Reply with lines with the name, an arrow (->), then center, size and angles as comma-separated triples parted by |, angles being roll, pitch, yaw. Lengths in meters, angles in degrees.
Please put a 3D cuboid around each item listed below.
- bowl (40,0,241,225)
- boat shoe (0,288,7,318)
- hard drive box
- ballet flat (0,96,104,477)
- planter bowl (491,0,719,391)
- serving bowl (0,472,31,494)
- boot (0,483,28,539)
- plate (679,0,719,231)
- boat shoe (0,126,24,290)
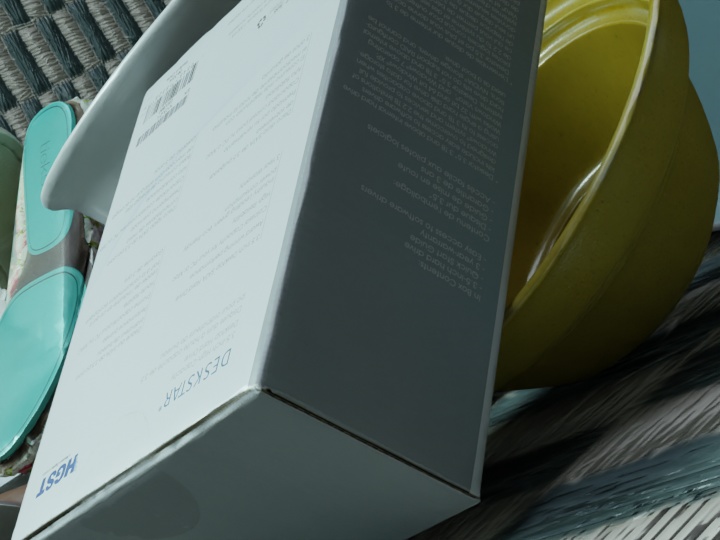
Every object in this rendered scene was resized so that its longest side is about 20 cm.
bowl -> -0.039, -0.077, 0.752 | 0.201, 0.090, 0.201 | -49, 1, 2
boat shoe -> -0.175, 0.039, 0.876 | 0.202, 0.086, 0.075 | -36, -16, -22
hard drive box -> -0.025, -0.002, 0.563 | 0.156, 0.077, 0.200 | -35, 34, 46
ballet flat -> -0.134, 0.009, 0.830 | 0.076, 0.064, 0.200 | -16, 57, 37
planter bowl -> 0.064, -0.022, 0.606 | 0.200, 0.083, 0.201 | -45, 28, 32
serving bowl -> -0.186, 0.143, 0.925 | 0.200, 0.066, 0.200 | -32, 3, 2
boot -> -0.085, 0.087, 0.828 | 0.186, 0.064, 0.200 | -15, 15, 31
plate -> 0.124, -0.101, 0.745 | 0.200, 0.200, 0.026 | -33, -24, -7
boat shoe -> -0.186, -0.006, 0.936 | 0.074, 0.200, 0.066 | -37, 44, -12
